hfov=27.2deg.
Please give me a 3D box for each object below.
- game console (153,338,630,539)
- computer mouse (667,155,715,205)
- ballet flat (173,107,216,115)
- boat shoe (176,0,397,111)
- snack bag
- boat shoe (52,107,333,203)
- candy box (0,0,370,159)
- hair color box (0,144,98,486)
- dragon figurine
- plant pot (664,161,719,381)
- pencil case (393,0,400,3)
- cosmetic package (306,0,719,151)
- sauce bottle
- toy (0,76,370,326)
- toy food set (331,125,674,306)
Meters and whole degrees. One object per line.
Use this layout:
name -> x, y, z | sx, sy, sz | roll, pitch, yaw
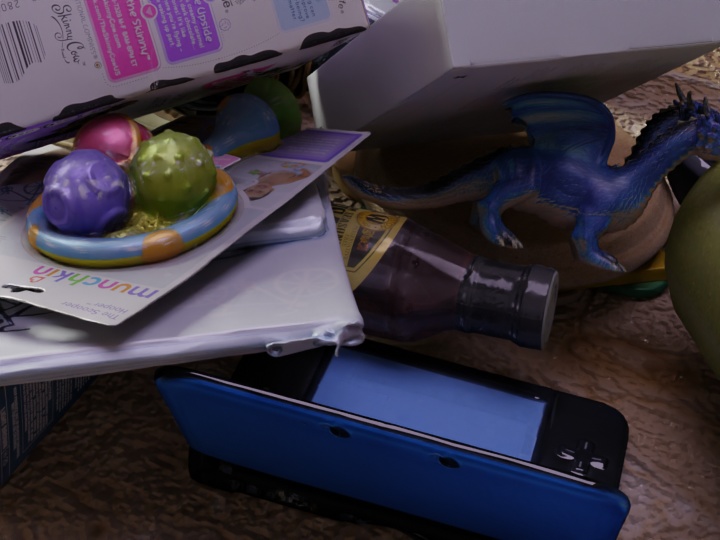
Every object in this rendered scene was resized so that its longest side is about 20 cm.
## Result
game console -> 0.026, 0.060, 0.674 | 0.198, 0.119, 0.171 | 15, 37, 9
computer mouse -> 0.264, -0.027, 0.891 | 0.199, 0.053, 0.139 | 23, 35, -4
ballet flat -> -0.098, -0.109, 0.935 | 0.198, 0.067, 0.064 | -10, 67, -21
boat shoe -> -0.051, -0.124, 0.875 | 0.198, 0.071, 0.091 | 18, 50, -3
snack bag -> -0.101, -0.006, 0.664 | 0.187, 0.022, 0.200 | -7, 25, -4
boat shoe -> -0.101, -0.053, 0.848 | 0.199, 0.065, 0.072 | 27, 2, 4
candy box -> -0.113, -0.114, 0.730 | 0.198, 0.072, 0.168 | -19, 5, -13
hair color box -> -0.173, 0.017, 0.742 | 0.099, 0.061, 0.200 | 19, 38, 14
dragon figurine -> 0.096, -0.058, 0.752 | 0.198, 0.100, 0.059 | 13, 3, 6
plant pot -> 0.245, 0.023, 0.726 | 0.198, 0.202, 0.184 | -4, 27, -16
pencil case -> 0.091, -0.199, 1.056 | 0.199, 0.086, 0.084 | 21, 40, 16
cosmetic package -> 0.073, -0.110, 0.783 | 0.149, 0.052, 0.200 | -11, -3, -21
sauce bottle -> 0.000, 0.000, 0.754 | 0.198, 0.066, 0.066 | 10, 36, 12
toy -> -0.094, -0.046, 0.665 | 0.114, 0.048, 0.200 | 9, 27, 30
toy food set -> 0.087, -0.044, 0.881 | 0.198, 0.049, 0.199 | -4, 39, -16
